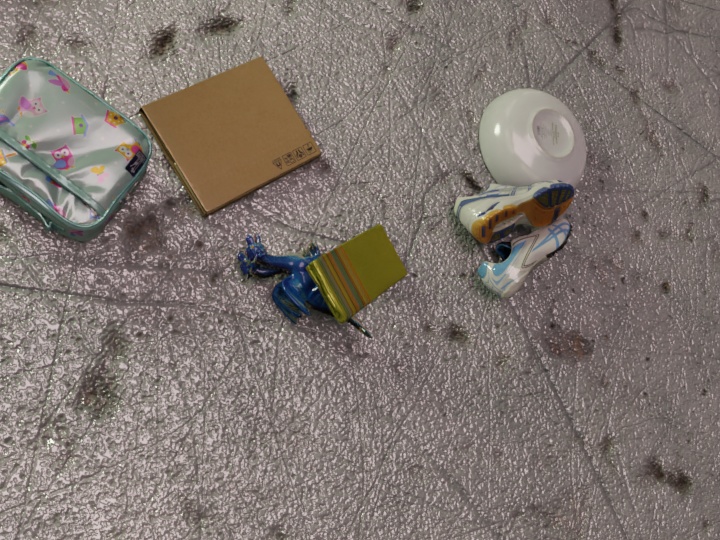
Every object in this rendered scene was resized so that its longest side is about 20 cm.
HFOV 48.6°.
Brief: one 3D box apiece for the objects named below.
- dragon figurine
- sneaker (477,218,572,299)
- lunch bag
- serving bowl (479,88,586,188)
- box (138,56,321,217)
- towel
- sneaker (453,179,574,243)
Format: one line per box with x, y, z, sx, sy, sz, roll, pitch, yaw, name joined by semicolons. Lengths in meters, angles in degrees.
-0.077;0.030;1.039;0.099;0.059;0.201;-36;92;-30;dragon figurine
0.256;-0.032;1.219;0.073;0.072;0.200;48;55;8;sneaker
-0.355;-0.137;0.939;0.200;0.077;0.161;37;62;-12;lunch bag
0.291;-0.209;1.290;0.199;0.066;0.202;7;72;-23;serving bowl
-0.171;-0.185;1.077;0.200;0.021;0.164;-32;91;-30;box
0.000;0.000;1.062;0.086;0.018;0.200;63;32;-3;towel
0.234;-0.109;1.217;0.199;0.076;0.088;-16;41;-27;sneaker
